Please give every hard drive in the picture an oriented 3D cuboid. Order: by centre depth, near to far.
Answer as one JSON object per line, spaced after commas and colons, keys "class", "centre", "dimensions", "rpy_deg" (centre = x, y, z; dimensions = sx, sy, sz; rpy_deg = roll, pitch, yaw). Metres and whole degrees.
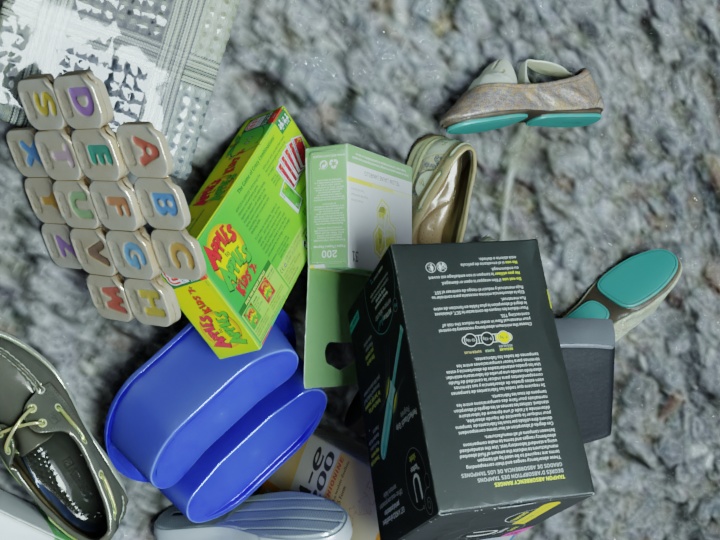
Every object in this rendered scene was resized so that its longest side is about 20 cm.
{"class": "hard drive", "centre": [0.155, 0.118, 1.115], "dimensions": [0.196, 0.042, 0.137], "rpy_deg": [-4, 111, -6]}

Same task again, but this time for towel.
{"class": "towel", "centre": [-0.198, -0.197, 0.930], "dimensions": [0.190, 0.034, 0.203], "rpy_deg": [16, 94, -28]}

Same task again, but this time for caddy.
{"class": "caddy", "centre": [-0.127, 0.115, 0.989], "dimensions": [0.200, 0.105, 0.142], "rpy_deg": [-42, 137, -10]}

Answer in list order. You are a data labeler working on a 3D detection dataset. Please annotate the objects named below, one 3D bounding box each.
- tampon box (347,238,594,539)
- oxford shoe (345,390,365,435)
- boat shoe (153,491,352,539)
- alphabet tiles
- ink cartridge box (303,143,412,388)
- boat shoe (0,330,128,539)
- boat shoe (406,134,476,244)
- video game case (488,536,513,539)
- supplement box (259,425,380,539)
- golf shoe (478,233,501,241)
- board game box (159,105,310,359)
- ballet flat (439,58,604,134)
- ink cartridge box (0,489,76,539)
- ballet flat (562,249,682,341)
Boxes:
{"class": "tampon box", "centre": [0.078, 0.098, 0.885], "dimensions": [0.124, 0.150, 0.203], "rpy_deg": [-3, 69, -17]}
{"class": "oxford shoe", "centre": [0.069, 0.077, 1.038], "dimensions": [0.071, 0.071, 0.201], "rpy_deg": [36, 83, -13]}
{"class": "boat shoe", "centre": [-0.091, 0.238, 0.997], "dimensions": [0.072, 0.197, 0.063], "rpy_deg": [-44, 123, -54]}
{"class": "alphabet tiles", "centre": [-0.199, -0.051, 0.861], "dimensions": [0.015, 0.193, 0.203], "rpy_deg": [-35, 120, -41]}
{"class": "ink cartridge box", "centre": [0.000, 0.000, 1.007], "dimensions": [0.145, 0.047, 0.204], "rpy_deg": [8, 80, -65]}
{"class": "boat shoe", "centre": [-0.259, 0.136, 0.924], "dimensions": [0.072, 0.060, 0.203], "rpy_deg": [-34, 104, -2]}
{"class": "boat shoe", "centre": [0.063, -0.028, 1.090], "dimensions": [0.072, 0.062, 0.204], "rpy_deg": [6, 98, -31]}
{"class": "video game case", "centre": [0.067, 0.259, 1.140], "dimensions": [0.198, 0.018, 0.144], "rpy_deg": [18, 120, -31]}
{"class": "supplement box", "centre": [-0.009, 0.228, 1.019], "dimensions": [0.073, 0.199, 0.128], "rpy_deg": [19, 90, -41]}
{"class": "golf shoe", "centre": [0.128, 0.069, 1.143], "dimensions": [0.096, 0.078, 0.203], "rpy_deg": [-17, 107, -19]}
{"class": "board game box", "centre": [-0.090, -0.035, 0.951], "dimensions": [0.102, 0.047, 0.201], "rpy_deg": [55, 39, -26]}
{"class": "ballet flat", "centre": [0.155, -0.173, 1.122], "dimensions": [0.197, 0.068, 0.069], "rpy_deg": [-7, 84, -34]}
{"class": "ink cartridge box", "centre": [-0.335, 0.239, 0.904], "dimensions": [0.199, 0.084, 0.147], "rpy_deg": [36, 82, -30]}
{"class": "ballet flat", "centre": [0.267, 0.049, 1.235], "dimensions": [0.199, 0.067, 0.063], "rpy_deg": [-34, 142, -16]}
